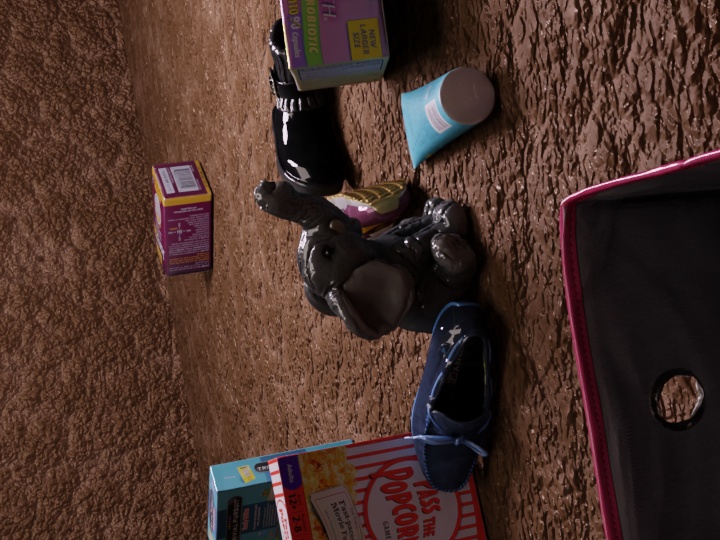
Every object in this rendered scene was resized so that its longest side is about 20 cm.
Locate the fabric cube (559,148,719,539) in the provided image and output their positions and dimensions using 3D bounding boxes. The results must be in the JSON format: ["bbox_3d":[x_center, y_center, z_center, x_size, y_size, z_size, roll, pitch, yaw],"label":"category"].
[{"bbox_3d":[0.219,0.042,0.424,0.200,0.199,0.197,168,93,-72],"label":"fabric cube"}]

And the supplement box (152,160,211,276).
[{"bbox_3d":[-0.370,-0.109,2.326,0.131,0.103,0.200,-119,27,-47],"label":"supplement box"}]

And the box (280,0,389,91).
[{"bbox_3d":[-0.032,-0.283,1.132,0.200,0.096,0.176,-113,15,-86],"label":"box"}]

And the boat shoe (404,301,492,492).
[{"bbox_3d":[0.084,0.130,1.058,0.069,0.084,0.200,-109,15,-65],"label":"boat shoe"}]

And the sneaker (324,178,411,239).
[{"bbox_3d":[0.016,-0.047,1.234,0.200,0.075,0.090,-167,62,-78],"label":"sneaker"}]

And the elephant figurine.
[{"bbox_3d":[0.000,0.000,1.073,0.142,0.200,0.155,117,141,-60],"label":"elephant figurine"}]

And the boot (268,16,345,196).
[{"bbox_3d":[-0.070,-0.207,1.394,0.211,0.079,0.158,-115,24,-43],"label":"boot"}]

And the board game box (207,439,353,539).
[{"bbox_3d":[-0.107,0.313,1.540,0.047,0.200,0.151,-116,25,-44],"label":"board game box"}]

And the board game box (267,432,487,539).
[{"bbox_3d":[0.020,0.245,1.121,0.046,0.200,0.152,139,120,-68],"label":"board game box"}]

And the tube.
[{"bbox_3d":[0.070,-0.146,1.055,0.200,0.050,0.078,173,93,-77],"label":"tube"}]
